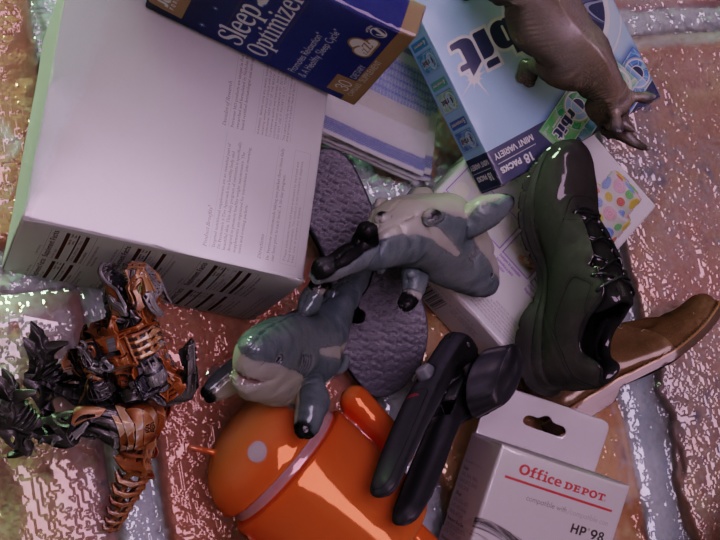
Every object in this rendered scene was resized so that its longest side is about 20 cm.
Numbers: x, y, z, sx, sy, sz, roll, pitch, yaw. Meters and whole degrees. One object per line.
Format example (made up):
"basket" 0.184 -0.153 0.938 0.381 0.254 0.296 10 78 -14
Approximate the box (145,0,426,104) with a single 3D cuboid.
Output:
"box" -0.068 -0.185 0.958 0.199 0.121 0.033 25 68 -12

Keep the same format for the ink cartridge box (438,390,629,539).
"ink cartridge box" 0.128 0.201 1.102 0.115 0.067 0.202 19 87 -15

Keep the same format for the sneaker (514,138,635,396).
"sneaker" 0.174 -0.002 1.111 0.075 0.090 0.202 1 88 -37

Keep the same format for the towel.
"towel" 0.012 -0.183 1.170 0.146 0.024 0.202 18 70 -42

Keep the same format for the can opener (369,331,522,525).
"can opener" 0.054 0.109 1.054 0.064 0.078 0.200 50 40 -7

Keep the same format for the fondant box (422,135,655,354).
"fondant box" 0.131 -0.037 1.191 0.144 0.058 0.200 47 68 -5

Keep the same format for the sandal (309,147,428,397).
"sandal" 0.000 -0.001 1.133 0.075 0.043 0.202 -17 89 -5

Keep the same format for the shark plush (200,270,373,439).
"shark plush" -0.027 0.041 1.022 0.090 0.084 0.199 25 37 30

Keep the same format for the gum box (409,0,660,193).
"gum box" 0.127 -0.191 1.158 0.169 0.045 0.201 -29 93 -21

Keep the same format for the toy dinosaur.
"toy dinosaur" -0.180 0.092 1.000 0.134 0.102 0.202 4 91 4

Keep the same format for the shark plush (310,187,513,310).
"shark plush" 0.046 -0.010 1.040 0.200 0.090 0.084 -16 109 -61

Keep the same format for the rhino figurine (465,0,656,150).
"rhino figurine" 0.158 -0.167 1.095 0.060 0.087 0.200 -43 99 -18

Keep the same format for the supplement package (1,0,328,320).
"supplement package" -0.143 -0.086 1.050 0.198 0.147 0.193 13 72 -17

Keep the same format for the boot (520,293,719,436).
"boot" 0.220 0.059 1.197 0.199 0.074 0.076 -29 82 -21

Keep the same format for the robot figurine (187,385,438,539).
"robot figurine" -0.032 0.168 1.050 0.200 0.117 0.144 43 105 -6
